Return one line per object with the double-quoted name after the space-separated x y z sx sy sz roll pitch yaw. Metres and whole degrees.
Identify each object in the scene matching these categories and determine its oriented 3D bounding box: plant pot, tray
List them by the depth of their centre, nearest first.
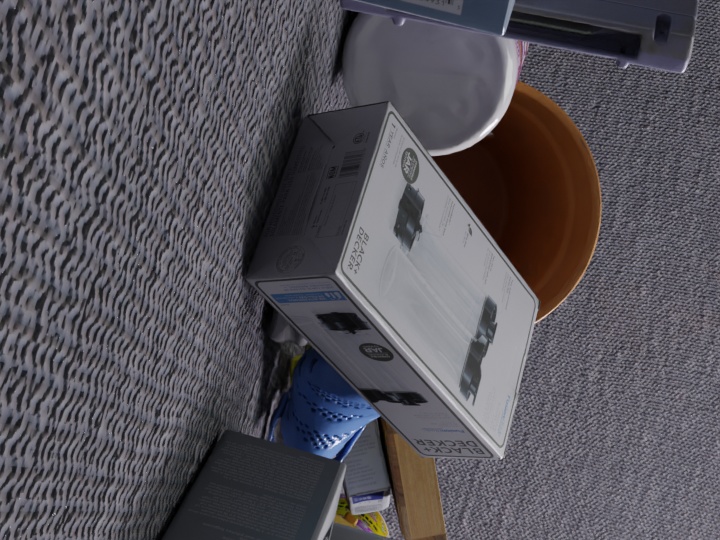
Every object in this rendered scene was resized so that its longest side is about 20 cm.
0.075 -0.051 1.110 0.140 0.199 0.202 -163 -91 -79 "plant pot"
0.036 0.143 1.157 0.200 0.037 0.099 -111 -169 -78 "tray"

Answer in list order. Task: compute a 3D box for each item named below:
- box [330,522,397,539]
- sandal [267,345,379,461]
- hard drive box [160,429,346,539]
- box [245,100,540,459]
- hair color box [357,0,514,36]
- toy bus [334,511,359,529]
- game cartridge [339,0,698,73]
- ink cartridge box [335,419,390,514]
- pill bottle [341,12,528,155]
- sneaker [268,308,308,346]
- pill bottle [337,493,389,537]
-0.014 0.270 0.900 0.131 0.199 0.200 84 22 -76 "box"
-0.021 0.098 0.957 0.200 0.079 0.088 117 -2 -74 "sandal"
-0.075 0.202 0.724 0.200 0.076 0.157 -63 167 -67 "hard drive box"
0.027 0.013 0.801 0.200 0.060 0.117 47 49 -42 "box"
0.056 -0.220 0.787 0.201 0.098 0.061 -70 173 -46 "hair color box"
-0.041 0.295 1.180 0.193 0.135 0.200 -56 174 -10 "toy bus"
0.099 -0.177 0.817 0.130 0.199 0.039 -68 167 -50 "game cartridge"
-0.011 0.104 1.210 0.200 0.040 0.201 87 -7 -75 "ink cartridge box"
0.058 -0.156 0.939 0.200 0.111 0.113 -64 168 -66 "pill bottle"
0.000 0.000 0.924 0.200 0.081 0.075 -66 171 -58 "sneaker"
-0.024 0.290 1.448 0.200 0.104 0.105 -16 121 -85 "pill bottle"
